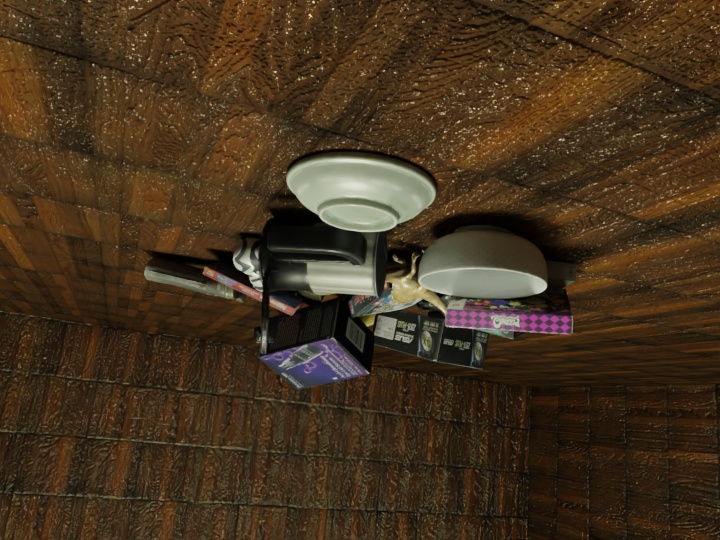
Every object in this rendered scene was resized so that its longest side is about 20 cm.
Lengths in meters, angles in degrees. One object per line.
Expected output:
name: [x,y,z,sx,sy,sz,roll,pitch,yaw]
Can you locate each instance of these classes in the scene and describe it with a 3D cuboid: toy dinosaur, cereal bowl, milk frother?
toy dinosaur: [0.102,0.021,1.036,0.198,0.102,0.058,25,-161,-27]
cereal bowl: [0.189,-0.016,0.919,0.197,0.085,0.200,6,167,1]
milk frother: [-0.063,0.024,0.911,0.185,0.203,0.180,3,-175,12]

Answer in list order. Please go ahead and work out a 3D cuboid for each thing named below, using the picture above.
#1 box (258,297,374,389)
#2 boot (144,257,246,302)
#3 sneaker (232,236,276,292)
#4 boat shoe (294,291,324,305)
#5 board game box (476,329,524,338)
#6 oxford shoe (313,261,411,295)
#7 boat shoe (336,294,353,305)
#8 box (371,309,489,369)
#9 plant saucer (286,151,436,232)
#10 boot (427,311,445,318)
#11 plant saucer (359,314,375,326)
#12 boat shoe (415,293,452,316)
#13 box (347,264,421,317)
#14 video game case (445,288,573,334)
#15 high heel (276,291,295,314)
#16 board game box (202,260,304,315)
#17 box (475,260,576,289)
box: [-0.092,0.159,1.264,0.198,0.105,0.148,-19,133,29]
boot: [-0.360,0.021,1.333,0.197,0.074,0.182,6,173,3]
sneaker: [-0.143,-0.001,1.128,0.128,0.080,0.200,11,158,18]
boat shoe: [-0.103,0.026,1.254,0.071,0.069,0.200,25,168,-1]
board game box: [0.274,0.076,1.108,0.134,0.029,0.199,10,-163,42]
oxford shoe: [0.000,0.000,1.137,0.197,0.059,0.075,-10,159,2]
boat shoe: [-0.001,0.054,1.323,0.072,0.064,0.200,10,166,-17]
box: [0.148,0.144,1.285,0.163,0.087,0.199,16,175,-42]
plant saucer: [-0.001,-0.090,0.777,0.197,0.051,0.200,6,167,1]
boot: [0.219,0.074,1.313,0.184,0.065,0.200,-8,164,17]
plant saucer: [-0.003,0.115,1.406,0.198,0.049,0.200,-20,174,-25]
boat shoe: [0.151,0.047,1.219,0.066,0.074,0.199,51,175,-19]
box: [0.072,0.039,1.153,0.135,0.038,0.200,-7,164,-24]
video game case: [0.254,0.063,1.017,0.197,0.036,0.181,2,-168,16]
high heel: [-0.183,0.066,1.380,0.066,0.098,0.200,6,166,-1]
board game box: [-0.217,0.034,1.227,0.198,0.020,0.103,25,-172,2]
box: [0.270,0.009,1.086,0.197,0.037,0.144,8,167,-1]
